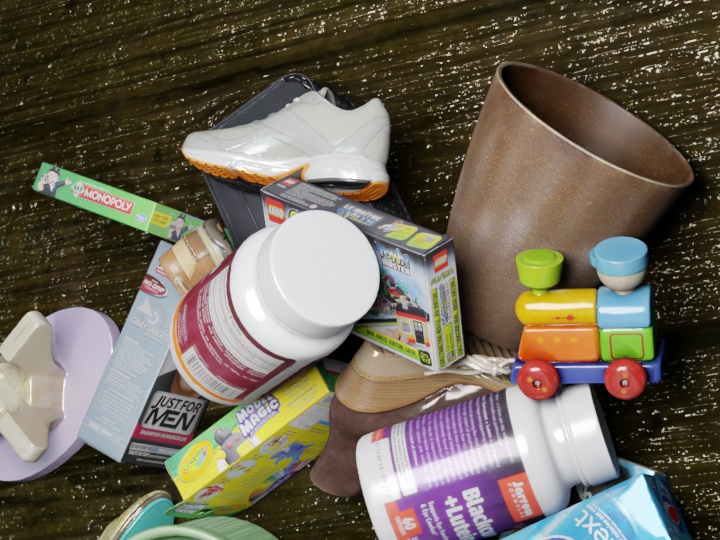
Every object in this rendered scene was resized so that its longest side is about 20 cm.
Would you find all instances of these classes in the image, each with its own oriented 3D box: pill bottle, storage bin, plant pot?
[{"bbox_3d":[0.106,0.160,1.525,0.199,0.111,0.112,-19,72,10],"label":"pill bottle"},{"bbox_3d":[-0.047,-0.062,1.705,0.135,0.094,0.201,-33,67,18],"label":"storage bin"},{"bbox_3d":[-0.071,0.030,1.518,0.200,0.113,0.115,-36,61,56],"label":"pill bottle"},{"bbox_3d":[0.150,-0.041,1.567,0.187,0.186,0.201,41,115,27],"label":"plant pot"}]

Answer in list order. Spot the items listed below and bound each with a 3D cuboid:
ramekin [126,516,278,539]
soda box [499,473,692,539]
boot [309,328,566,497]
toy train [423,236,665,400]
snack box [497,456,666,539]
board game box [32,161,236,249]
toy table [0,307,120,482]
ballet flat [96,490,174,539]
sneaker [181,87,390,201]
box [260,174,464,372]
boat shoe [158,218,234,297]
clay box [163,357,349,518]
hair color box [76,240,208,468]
[{"bbox_3d":[-0.136,0.316,1.658,0.199,0.098,0.202,3,97,23],"label":"ramekin"},{"bbox_3d":[0.164,0.235,1.512,0.199,0.068,0.065,-29,71,19],"label":"soda box"},{"bbox_3d":[0.065,0.131,1.619,0.073,0.199,0.167,-103,25,-50],"label":"boot"},{"bbox_3d":[0.141,0.035,1.490,0.199,0.085,0.116,-1,114,15],"label":"toy train"},{"bbox_3d":[0.171,0.247,1.567,0.116,0.037,0.201,17,89,30],"label":"snack box"},{"bbox_3d":[-0.190,-0.048,1.716,0.134,0.200,0.029,19,89,28],"label":"board game box"},{"bbox_3d":[-0.335,0.116,1.810,0.183,0.117,0.201,34,98,28],"label":"toy table"},{"bbox_3d":[-0.237,0.295,1.760,0.070,0.071,0.201,19,90,29],"label":"ballet flat"},{"bbox_3d":[-0.060,-0.116,1.637,0.199,0.076,0.093,6,76,21],"label":"sneaker"},{"bbox_3d":[0.000,0.000,1.537,0.199,0.035,0.111,22,130,43],"label":"box"},{"bbox_3d":[-0.125,0.046,1.677,0.073,0.201,0.076,-26,32,-5],"label":"boat shoe"},{"bbox_3d":[-0.086,0.154,1.674,0.200,0.115,0.048,-36,66,17],"label":"clay box"},{"bbox_3d":[-0.178,0.081,1.744,0.060,0.099,0.201,25,93,30],"label":"hair color box"}]
